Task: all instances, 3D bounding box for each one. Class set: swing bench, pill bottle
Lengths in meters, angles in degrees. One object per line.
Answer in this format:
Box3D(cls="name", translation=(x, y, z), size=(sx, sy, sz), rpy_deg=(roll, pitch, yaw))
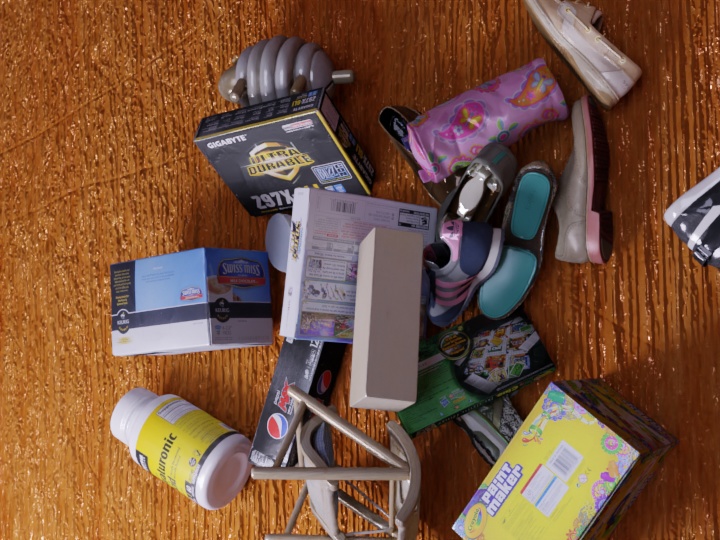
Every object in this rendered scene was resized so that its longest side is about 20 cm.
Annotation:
Box3D(cls="swing bench", translation=(-0.013, 0.270, 1.337), size=(0.197, 0.200, 0.131), rpy_deg=(15, 53, 12))
Box3D(cls="pill bottle", translation=(-0.256, 0.244, 1.547), size=(0.198, 0.111, 0.113), rpy_deg=(25, 98, 29))

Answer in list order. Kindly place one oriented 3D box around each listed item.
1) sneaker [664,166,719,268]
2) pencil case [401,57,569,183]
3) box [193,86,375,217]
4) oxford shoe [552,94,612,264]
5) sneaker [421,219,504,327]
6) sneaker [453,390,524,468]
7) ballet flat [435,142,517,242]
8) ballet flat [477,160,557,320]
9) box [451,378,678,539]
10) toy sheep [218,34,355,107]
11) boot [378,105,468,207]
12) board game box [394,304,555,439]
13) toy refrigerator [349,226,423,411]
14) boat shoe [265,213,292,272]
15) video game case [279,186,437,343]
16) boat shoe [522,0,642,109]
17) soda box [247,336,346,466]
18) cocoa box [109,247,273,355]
Box3D(cls="sneaker", translation=(0.446, -0.080, 1.212), size=(0.200, 0.073, 0.113), rpy_deg=(-44, 70, 28))
Box3D(cls="pencil case", translation=(0.152, -0.181, 1.337), size=(0.198, 0.088, 0.088), rpy_deg=(-27, 72, 0))
Box3D(cls="box", translation=(-0.099, -0.153, 1.467), size=(0.197, 0.160, 0.050), rpy_deg=(-8, 49, 28))
Box3D(cls="oxford shoe", translation=(0.258, -0.108, 1.314), size=(0.074, 0.070, 0.203), rpy_deg=(-3, 84, 31))
Box3D(cls="sneaker", translation=(0.105, -0.001, 1.335), size=(0.201, 0.081, 0.071), rpy_deg=(118, 165, -53))
Box3D(cls="sneaker", translation=(0.153, 0.159, 1.366), size=(0.088, 0.077, 0.201), rpy_deg=(-33, 66, -10))
Box3D(cls="ballet flat", translation=(0.127, -0.071, 1.336), size=(0.067, 0.064, 0.201), rpy_deg=(36, 135, 11))
Box3D(cls="ballet flat", translation=(0.196, -0.039, 1.336), size=(0.067, 0.075, 0.203), rpy_deg=(19, 109, 10))
Box3D(cls="box", translation=(0.234, 0.239, 1.229), size=(0.122, 0.192, 0.201), rpy_deg=(38, 103, 25))
Box3D(cls="toy sheep", translation=(-0.101, -0.255, 1.492), size=(0.197, 0.138, 0.140), rpy_deg=(4, 88, 16))
Box3D(cls="boot", translation=(0.092, -0.137, 1.406), size=(0.074, 0.075, 0.200), rpy_deg=(-48, 67, 15))
Box3D(cls="board game box", translation=(0.126, 0.118, 1.334), size=(0.198, 0.024, 0.106), rpy_deg=(-23, 65, -5))
Box3D(cls="toy refrigerator", translation=(0.034, 0.059, 1.295), size=(0.069, 0.076, 0.203), rpy_deg=(7, 72, -13))
Box3D(cls="boat shoe", translation=(-0.058, -0.025, 1.483), size=(0.201, 0.085, 0.076), rpy_deg=(29, 106, 57))
Box3D(cls="video game case", translation=(0.000, 0.000, 1.378), size=(0.045, 0.198, 0.184), rpy_deg=(2, 86, 57))
Box3D(cls="boat shoe", translation=(0.267, -0.288, 1.328), size=(0.069, 0.074, 0.201), rpy_deg=(-36, 70, 9))
Box3D(cls="soda box", translation=(-0.084, 0.174, 1.479), size=(0.063, 0.071, 0.203), rpy_deg=(21, 96, 27))
Box3D(cls="cocoa box", translation=(-0.237, 0.045, 1.525), size=(0.198, 0.133, 0.133), rpy_deg=(-8, 83, 37))
